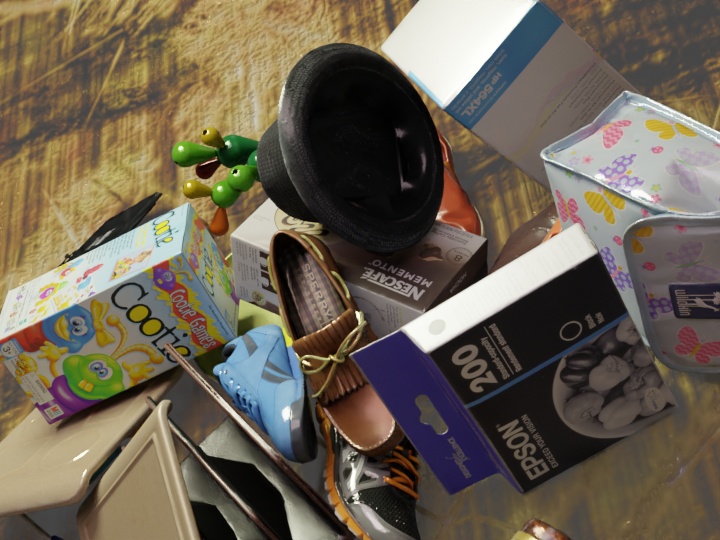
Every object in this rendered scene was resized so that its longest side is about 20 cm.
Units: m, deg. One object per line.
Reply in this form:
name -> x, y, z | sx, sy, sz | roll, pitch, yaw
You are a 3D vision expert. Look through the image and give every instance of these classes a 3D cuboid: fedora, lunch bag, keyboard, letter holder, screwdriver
fedora -> -0.019, -0.096, 1.333 | 0.091, 0.201, 0.201 | -15, 45, 39
lunch bag -> 0.249, -0.020, 1.222 | 0.127, 0.170, 0.200 | -37, 43, -20
keyboard -> -0.263, -0.013, 1.599 | 0.104, 0.040, 0.200 | -26, 14, 23
letter holder -> -0.121, 0.169, 1.309 | 0.101, 0.142, 0.200 | -43, 44, -8
screwdriver -> -0.291, 0.238, 1.430 | 0.200, 0.029, 0.028 | 29, 71, 38

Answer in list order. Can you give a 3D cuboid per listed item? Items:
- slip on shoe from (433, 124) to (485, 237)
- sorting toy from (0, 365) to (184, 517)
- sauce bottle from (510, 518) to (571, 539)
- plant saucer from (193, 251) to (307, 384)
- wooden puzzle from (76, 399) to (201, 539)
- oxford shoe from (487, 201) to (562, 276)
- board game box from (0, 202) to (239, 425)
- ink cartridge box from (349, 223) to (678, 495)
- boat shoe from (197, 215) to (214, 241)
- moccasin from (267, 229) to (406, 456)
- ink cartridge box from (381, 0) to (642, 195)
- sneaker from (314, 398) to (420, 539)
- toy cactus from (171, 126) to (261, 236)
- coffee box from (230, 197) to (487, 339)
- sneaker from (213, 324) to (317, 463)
slip on shoe -> 0.067, -0.071, 1.467 | 0.074, 0.061, 0.200 | -22, 46, 11
sorting toy -> -0.269, 0.158, 1.446 | 0.185, 0.037, 0.200 | -15, 26, 33
sauce bottle -> 0.090, 0.276, 1.148 | 0.066, 0.066, 0.200 | 25, 71, 43
plant saucer -> -0.067, 0.036, 1.476 | 0.200, 0.031, 0.200 | -16, 47, 18
wooden puzzle -> -0.173, 0.234, 1.278 | 0.185, 0.037, 0.200 | -49, 45, 42
oxford shoe -> 0.144, 0.008, 1.359 | 0.200, 0.071, 0.073 | -44, 23, -14
board game box -> -0.223, 0.040, 1.452 | 0.200, 0.103, 0.105 | -25, 26, 12
ink cartridge box -> 0.121, 0.086, 1.198 | 0.200, 0.198, 0.043 | -30, 41, 6
boat shoe -> -0.228, 0.019, 1.566 | 0.200, 0.072, 0.065 | -49, 23, -3
moccasin -> -0.021, 0.055, 1.257 | 0.074, 0.078, 0.202 | -24, 69, 12
ink cartridge box -> 0.145, -0.174, 1.425 | 0.125, 0.200, 0.129 | -49, 42, 9
sneaker -> 0.017, 0.153, 1.279 | 0.077, 0.078, 0.200 | -38, 41, 18
toy cactus -> -0.081, -0.102, 1.560 | 0.199, 0.103, 0.165 | 2, 23, 23
coffee box -> 0.000, 0.000, 1.377 | 0.200, 0.080, 0.113 | 22, 46, 25
sneaker -> -0.080, 0.108, 1.314 | 0.078, 0.066, 0.200 | -10, 24, -5
